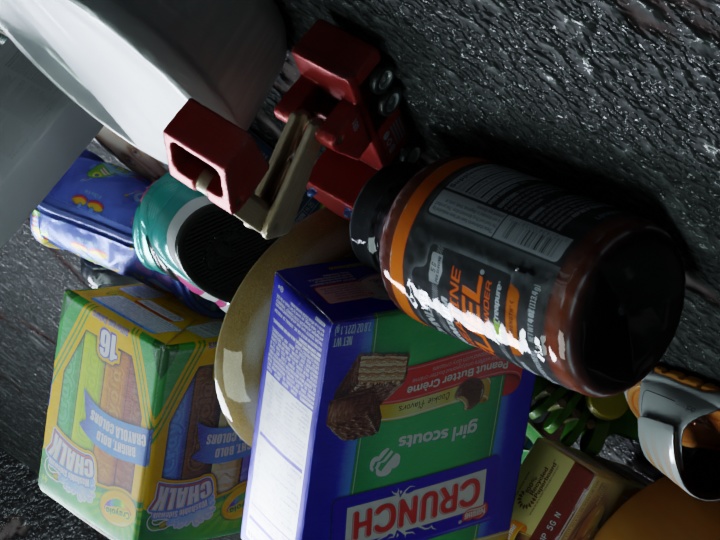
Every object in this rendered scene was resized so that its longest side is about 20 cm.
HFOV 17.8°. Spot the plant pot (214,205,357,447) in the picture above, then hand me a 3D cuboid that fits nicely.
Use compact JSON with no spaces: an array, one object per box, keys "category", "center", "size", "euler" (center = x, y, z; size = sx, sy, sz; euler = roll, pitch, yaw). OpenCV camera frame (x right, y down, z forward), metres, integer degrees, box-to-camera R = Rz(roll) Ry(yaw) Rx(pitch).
[{"category":"plant pot","center":[-0.002,0.045,1.502],"size":[0.027,0.200,0.200],"euler":[41,172,48]}]

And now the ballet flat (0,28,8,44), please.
[{"category":"ballet flat","center":[-0.303,-0.230,1.661],"size":[0.200,0.074,0.074],"euler":[42,165,-3]}]

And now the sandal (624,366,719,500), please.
[{"category":"sandal","center":[0.224,0.112,1.453],"size":[0.079,0.059,0.206],"euler":[46,163,-26]}]

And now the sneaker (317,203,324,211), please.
[{"category":"sneaker","center":[0.000,0.000,1.598],"size":[0.200,0.074,0.084],"euler":[78,167,-47]}]

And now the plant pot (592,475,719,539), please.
[{"category":"plant pot","center":[0.250,0.240,1.562],"size":[0.183,0.200,0.200],"euler":[47,172,33]}]

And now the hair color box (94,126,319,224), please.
[{"category":"hair color box","center":[-0.118,-0.081,1.674],"size":[0.200,0.061,0.100],"euler":[40,164,-5]}]

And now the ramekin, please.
[{"category":"ramekin","center":[-0.136,-0.157,1.425],"size":[0.202,0.094,0.202],"euler":[34,165,11]}]

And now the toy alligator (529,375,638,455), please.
[{"category":"toy alligator","center":[0.120,0.069,1.578],"size":[0.200,0.054,0.059],"euler":[39,165,-4]}]

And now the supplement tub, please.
[{"category":"supplement tub","center":[0.085,-0.004,1.342],"size":[0.200,0.107,0.107],"euler":[23,159,44]}]

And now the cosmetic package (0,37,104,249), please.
[{"category":"cosmetic package","center":[-0.226,-0.107,1.576],"size":[0.082,0.200,0.051],"euler":[30,163,29]}]

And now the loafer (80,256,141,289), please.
[{"category":"loafer","center":[-0.117,0.014,1.752],"size":[0.200,0.071,0.068],"euler":[5,-154,-23]}]

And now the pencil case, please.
[{"category":"pencil case","center":[-0.155,-0.028,1.641],"size":[0.200,0.078,0.087],"euler":[22,-174,41]}]

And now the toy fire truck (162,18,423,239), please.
[{"category":"toy fire truck","center":[-0.035,-0.068,1.362],"size":[0.049,0.141,0.200],"euler":[31,163,25]}]

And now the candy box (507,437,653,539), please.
[{"category":"candy box","center":[0.150,0.190,1.632],"size":[0.055,0.116,0.200],"euler":[33,-176,27]}]

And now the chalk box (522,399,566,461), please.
[{"category":"chalk box","center":[0.066,0.113,1.697],"size":[0.125,0.124,0.200],"euler":[47,163,-30]}]

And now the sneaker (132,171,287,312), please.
[{"category":"sneaker","center":[-0.081,-0.001,1.520],"size":[0.200,0.084,0.121],"euler":[47,176,-40]}]

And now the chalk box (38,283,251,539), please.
[{"category":"chalk box","center":[-0.144,0.121,1.644],"size":[0.124,0.201,0.124],"euler":[-5,-159,-44]}]

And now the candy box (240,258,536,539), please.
[{"category":"candy box","center":[0.022,0.093,1.477],"size":[0.077,0.169,0.201],"euler":[42,132,47]}]
